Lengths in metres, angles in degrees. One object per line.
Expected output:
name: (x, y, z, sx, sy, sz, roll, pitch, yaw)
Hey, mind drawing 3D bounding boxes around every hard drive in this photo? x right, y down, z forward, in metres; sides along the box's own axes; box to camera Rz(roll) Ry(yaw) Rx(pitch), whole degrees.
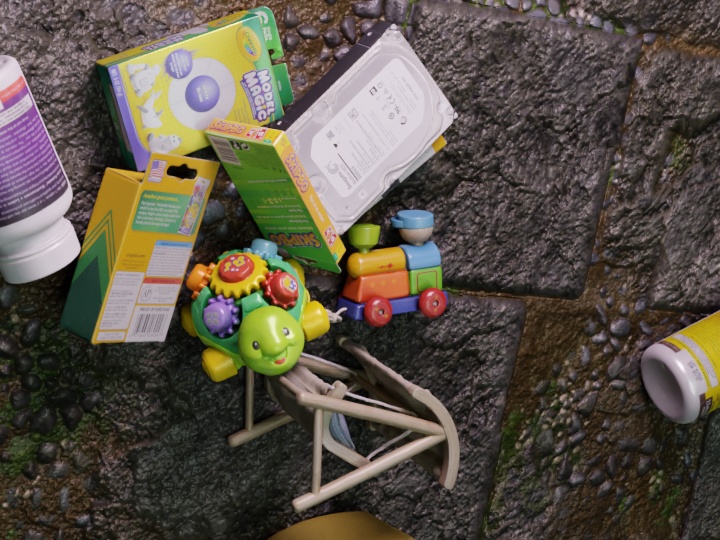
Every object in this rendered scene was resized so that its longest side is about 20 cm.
hard drive: (-0.002, -0.150, 1.609, 0.200, 0.038, 0.140, -44, 121, -9)

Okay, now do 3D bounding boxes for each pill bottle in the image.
pill bottle: (-0.345, -0.094, 1.447, 0.111, 0.111, 0.202, -28, 115, -18)
pill bottle: (0.468, 0.111, 1.934, 0.199, 0.109, 0.110, -24, 114, -19)

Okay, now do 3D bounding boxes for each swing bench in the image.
swing bench: (-0.020, 0.155, 1.638, 0.198, 0.199, 0.131, -5, 106, -27)

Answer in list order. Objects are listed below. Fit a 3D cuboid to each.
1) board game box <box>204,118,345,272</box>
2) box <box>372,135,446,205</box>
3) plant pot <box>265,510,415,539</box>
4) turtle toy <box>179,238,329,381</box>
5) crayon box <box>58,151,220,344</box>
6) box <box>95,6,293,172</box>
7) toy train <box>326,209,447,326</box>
board game box: (-0.085, -0.075, 1.574, 0.030, 0.095, 0.201, -54, 140, -28)
box: (-0.011, -0.128, 1.657, 0.199, 0.041, 0.120, -39, 118, -10)
plant pot: (-0.016, 0.391, 1.717, 0.199, 0.195, 0.195, -36, 118, -22)
turtle toy: (-0.111, 0.043, 1.563, 0.145, 0.200, 0.102, -24, 134, -9)
crayon box: (-0.224, -0.028, 1.528, 0.125, 0.051, 0.202, 3, 108, -62)
box: (-0.162, -0.191, 1.555, 0.199, 0.048, 0.118, -24, 115, -22)
toy train: (0.000, 0.000, 1.675, 0.198, 0.084, 0.117, -8, 102, -26)
